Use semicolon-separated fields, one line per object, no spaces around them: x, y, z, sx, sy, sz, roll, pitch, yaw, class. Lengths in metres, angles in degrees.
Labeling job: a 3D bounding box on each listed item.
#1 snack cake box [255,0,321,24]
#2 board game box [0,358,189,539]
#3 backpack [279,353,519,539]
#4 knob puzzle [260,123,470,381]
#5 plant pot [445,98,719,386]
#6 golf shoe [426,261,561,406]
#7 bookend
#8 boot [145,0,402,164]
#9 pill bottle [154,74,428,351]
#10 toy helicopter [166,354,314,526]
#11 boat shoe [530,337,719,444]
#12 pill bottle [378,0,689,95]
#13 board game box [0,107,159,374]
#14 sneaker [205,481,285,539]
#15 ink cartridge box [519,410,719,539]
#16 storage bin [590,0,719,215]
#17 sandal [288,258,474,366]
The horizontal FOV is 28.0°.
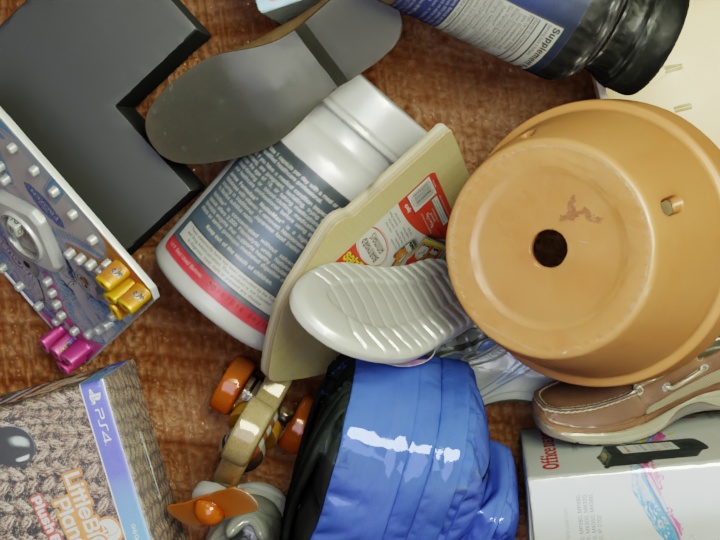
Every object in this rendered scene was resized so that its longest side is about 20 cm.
0.017;-0.243;1.041;0.200;0.115;0.067;-18;93;6;snack cake box
-0.255;0.175;1.108;0.200;0.097;0.160;-16;94;6;board game box
0.031;0.155;1.036;0.168;0.163;0.200;8;115;-5;backpack
0.000;0.000;1.028;0.220;0.220;0.030;-49;63;7;knob puzzle
0.143;-0.016;0.946;0.200;0.140;0.200;2;93;26;plant pot
0.145;0.052;1.090;0.200;0.078;0.097;-18;112;10;golf shoe
-0.174;-0.123;1.078;0.200;0.092;0.199;-43;92;5;bookend
-0.058;-0.138;1.015;0.200;0.075;0.074;-28;106;11;boot
-0.045;-0.050;1.060;0.120;0.120;0.200;41;97;0;pill bottle
-0.088;0.128;1.039;0.079;0.200;0.132;31;79;1;toy helicopter
0.216;0.069;1.053;0.200;0.076;0.072;-15;118;-16;boat shoe
0.106;-0.192;0.937;0.200;0.112;0.112;23;97;-13;pill bottle
-0.246;-0.024;1.047;0.200;0.200;0.026;49;60;-3;board game box
-0.113;0.263;1.107;0.076;0.092;0.200;17;96;3;sneaker
0.218;0.161;1.043;0.200;0.146;0.083;-6;97;5;ink cartridge box
0.271;-0.126;1.042;0.198;0.094;0.200;-14;93;6;storage bin
0.020;0.036;0.988;0.082;0.203;0.050;52;121;23;sandal
